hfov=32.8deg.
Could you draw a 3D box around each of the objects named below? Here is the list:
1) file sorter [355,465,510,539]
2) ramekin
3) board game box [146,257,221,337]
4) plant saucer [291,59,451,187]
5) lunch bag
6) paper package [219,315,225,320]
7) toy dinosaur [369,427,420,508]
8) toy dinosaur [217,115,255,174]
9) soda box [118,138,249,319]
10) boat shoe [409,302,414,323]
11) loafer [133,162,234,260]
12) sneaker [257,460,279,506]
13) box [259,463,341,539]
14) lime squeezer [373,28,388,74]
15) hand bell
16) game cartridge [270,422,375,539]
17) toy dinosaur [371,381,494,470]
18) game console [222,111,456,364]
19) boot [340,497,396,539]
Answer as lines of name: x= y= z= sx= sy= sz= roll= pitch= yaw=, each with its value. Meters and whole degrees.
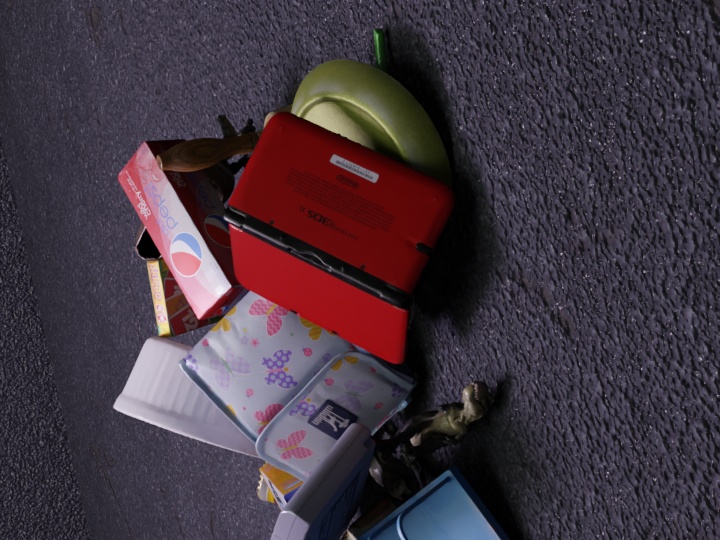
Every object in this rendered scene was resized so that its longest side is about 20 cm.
file sorter: x=0.041 y=0.313 z=1.185 sx=0.200 sy=0.123 sz=0.139 roll=-44 pitch=77 yaw=35
ramekin: x=-0.185 y=0.151 z=1.469 sx=0.200 sy=0.200 sz=0.098 roll=4 pitch=74 yaw=64
board game box: x=-0.184 y=0.016 z=1.550 sx=0.030 sy=0.200 sz=0.096 roll=-3 pitch=99 yaw=36
plant saucer: x=0.000 y=-0.104 z=1.181 sx=0.200 sy=0.031 sz=0.200 roll=27 pitch=135 yaw=31
lunch bag: x=-0.060 y=0.108 z=1.297 sx=0.200 sy=0.170 sz=0.127 roll=47 pitch=-166 yaw=1
paper package: x=-0.098 y=0.021 z=1.461 sx=0.200 sy=0.103 sz=0.191 roll=7 pitch=110 yaw=63
toy dinosaur: x=0.040 y=0.226 z=1.323 sx=0.088 sy=0.047 sz=0.200 roll=49 pitch=178 yaw=-17
toy dinosaur: x=-0.165 y=-0.138 z=1.497 sx=0.048 sy=0.088 sz=0.200 roll=54 pitch=144 yaw=11
soda box: x=-0.188 y=-0.048 z=1.358 sx=0.070 sy=0.063 sz=0.200 roll=-44 pitch=71 yaw=34
boat shoe: x=0.000 y=0.000 z=1.280 sx=0.060 sy=0.072 sz=0.200 roll=106 pitch=146 yaw=-48
loafer: x=-0.212 y=-0.067 z=1.461 sx=0.200 sy=0.073 sz=0.071 roll=-46 pitch=17 yaw=49
sneaker: x=-0.064 y=0.209 z=1.547 sx=0.075 sy=0.090 sz=0.201 roll=-44 pitch=-31 yaw=-73
box: x=-0.062 y=0.289 z=1.425 sx=0.119 sy=0.041 sz=0.200 roll=63 pitch=167 yaw=-7
lime squeezer: x=0.019 y=-0.130 z=1.207 sx=0.071 sy=0.038 sz=0.200 roll=45 pitch=143 yaw=47
hand bell: x=-0.122 y=-0.134 z=1.306 sx=0.104 sy=0.200 sz=0.104 roll=43 pitch=141 yaw=49
game cartridge: x=-0.042 y=0.244 z=1.210 sx=0.041 sy=0.133 sz=0.200 roll=36 pitch=149 yaw=16
toy dinosaur: x=0.064 y=0.160 z=1.202 sx=0.048 sy=0.088 sz=0.200 roll=61 pitch=153 yaw=5
game console: x=-0.019 y=-0.030 z=1.170 sx=0.200 sy=0.173 sz=0.119 roll=26 pitch=179 yaw=16
boot: x=0.051 y=0.335 z=1.353 sx=0.155 sy=0.072 sz=0.200 roll=52 pitch=169 yaw=13
